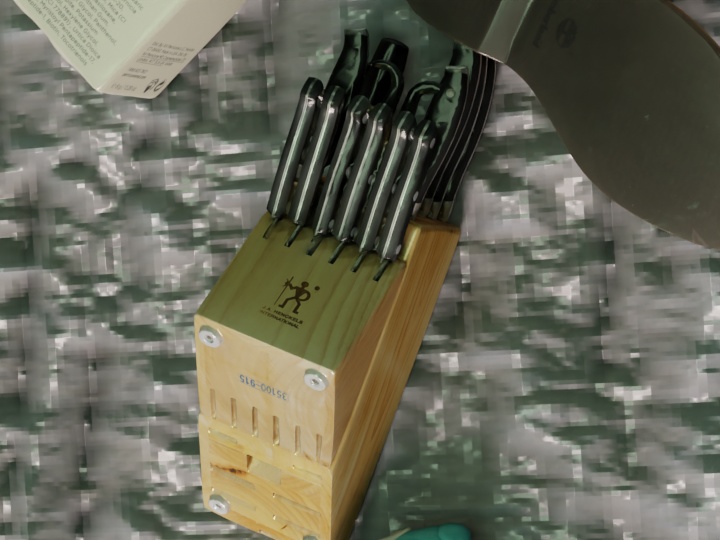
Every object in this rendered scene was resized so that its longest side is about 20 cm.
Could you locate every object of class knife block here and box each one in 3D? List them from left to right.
[{"bbox_3d":[0.000,0.000,0.894,0.064,0.176,0.200,22,142,16],"label":"knife block"}]

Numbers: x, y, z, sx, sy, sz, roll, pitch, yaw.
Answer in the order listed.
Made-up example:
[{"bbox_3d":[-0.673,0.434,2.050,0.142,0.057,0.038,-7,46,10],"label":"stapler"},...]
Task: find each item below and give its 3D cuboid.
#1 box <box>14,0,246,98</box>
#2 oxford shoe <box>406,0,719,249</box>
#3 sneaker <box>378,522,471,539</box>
[{"bbox_3d":[-0.057,-0.169,0.895,0.200,0.068,0.082,-43,80,13],"label":"box"},{"bbox_3d":[0.103,-0.080,0.825,0.200,0.071,0.071,47,116,31],"label":"oxford shoe"},{"bbox_3d":[0.057,0.197,0.868,0.080,0.078,0.200,-31,82,7],"label":"sneaker"}]
